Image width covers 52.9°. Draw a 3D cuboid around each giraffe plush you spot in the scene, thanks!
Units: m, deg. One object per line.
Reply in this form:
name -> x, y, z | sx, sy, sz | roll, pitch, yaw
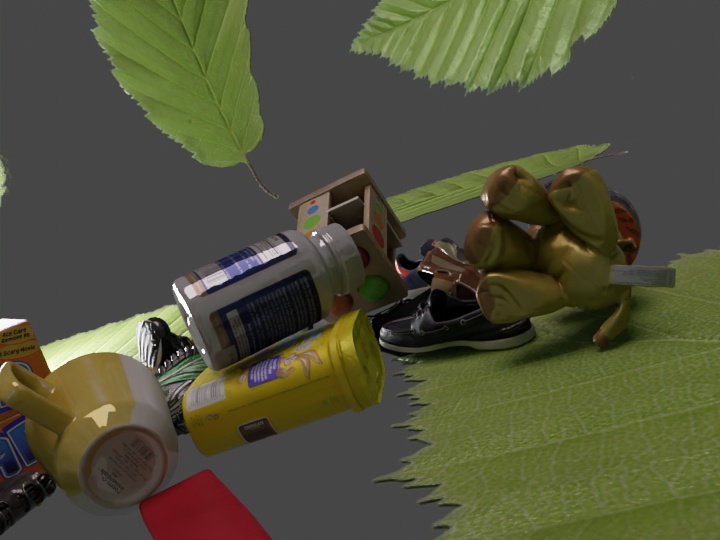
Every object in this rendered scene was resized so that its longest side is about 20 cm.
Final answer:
giraffe plush -> 0.221, -0.025, 0.757 | 0.199, 0.174, 0.162 | 21, 16, 17

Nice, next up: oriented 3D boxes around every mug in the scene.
mug -> -0.273, 0.174, 0.736 | 0.186, 0.150, 0.153 | 3, 6, -30

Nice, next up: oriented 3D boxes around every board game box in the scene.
board game box -> -0.500, 0.194, 0.924 | 0.199, 0.201, 0.199 | -26, 12, -33

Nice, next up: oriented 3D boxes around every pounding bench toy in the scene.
pounding bench toy -> 0.000, 0.000, 0.993 | 0.124, 0.200, 0.156 | -23, 37, 19

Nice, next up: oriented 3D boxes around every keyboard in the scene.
keyboard -> 0.080, 0.069, 0.978 | 0.104, 0.040, 0.200 | 18, 32, 36

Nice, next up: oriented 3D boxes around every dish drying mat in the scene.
dish drying mat -> -0.137, 0.215, 0.613 | 0.076, 0.018, 0.200 | -24, 9, -23

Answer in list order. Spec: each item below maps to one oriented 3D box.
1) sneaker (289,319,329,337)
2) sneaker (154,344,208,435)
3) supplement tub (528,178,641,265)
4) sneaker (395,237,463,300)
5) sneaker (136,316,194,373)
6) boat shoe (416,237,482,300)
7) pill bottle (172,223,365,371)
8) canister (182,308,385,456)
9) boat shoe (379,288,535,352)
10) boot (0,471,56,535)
sneaker -> -0.096, 0.115, 0.955 | 0.080, 0.077, 0.200 | 21, -30, -28
sneaker -> -0.248, 0.175, 0.885 | 0.200, 0.078, 0.085 | -39, 54, -25
supplement tub -> 0.285, -0.054, 0.927 | 0.122, 0.123, 0.200 | -18, 10, 11
sneaker -> 0.140, -0.015, 1.118 | 0.199, 0.085, 0.075 | -16, 10, 24
sneaker -> -0.292, 0.118, 1.123 | 0.090, 0.070, 0.200 | -21, -22, -26
boat shoe -> 0.131, 0.024, 0.947 | 0.074, 0.076, 0.200 | -38, 24, -1
pill bottle -> -0.099, 0.022, 0.817 | 0.199, 0.112, 0.111 | -25, 11, -20
canister -> -0.081, 0.124, 0.802 | 0.199, 0.087, 0.149 | -20, 9, 9
boat shoe -> 0.101, 0.053, 0.839 | 0.199, 0.066, 0.074 | -4, 19, 42
boot -> -0.374, 0.254, 0.726 | 0.199, 0.070, 0.174 | -18, 10, 27
